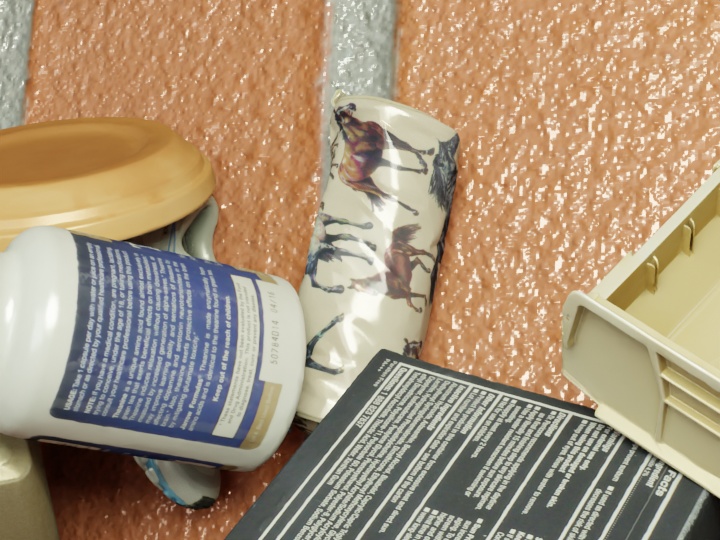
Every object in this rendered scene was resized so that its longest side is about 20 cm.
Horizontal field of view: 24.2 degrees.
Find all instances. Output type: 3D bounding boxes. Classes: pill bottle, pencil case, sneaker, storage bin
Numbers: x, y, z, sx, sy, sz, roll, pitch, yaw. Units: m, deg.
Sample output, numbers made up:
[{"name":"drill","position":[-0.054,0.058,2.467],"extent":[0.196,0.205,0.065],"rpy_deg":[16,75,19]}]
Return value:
[{"name":"pill bottle","position":[-0.138,0.039,0.890],"extent":[0.111,0.199,0.112],"rpy_deg":[-36,47,53]},{"name":"pencil case","position":[0.000,0.000,0.958],"extent":[0.089,0.078,0.202],"rpy_deg":[11,84,15]},{"name":"sneaker","position":[-0.102,0.041,1.008],"extent":[0.086,0.075,0.202],"rpy_deg":[-19,71,17]},{"name":"storage bin","position":[0.226,0.015,0.778],"extent":[0.198,0.094,0.200],"rpy_deg":[33,63,28]}]

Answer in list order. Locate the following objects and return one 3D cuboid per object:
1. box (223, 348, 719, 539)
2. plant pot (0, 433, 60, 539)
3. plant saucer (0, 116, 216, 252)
[{"name":"box","position":[0.054,0.161,0.811],"extent":[0.197,0.200,0.124],"rpy_deg":[13,129,27]},{"name":"plant pot","position":[-0.276,0.094,0.974],"extent":[0.198,0.177,0.201],"rpy_deg":[-8,70,-20]},{"name":"plant saucer","position":[-0.187,-0.055,1.003],"extent":[0.199,0.200,0.038],"rpy_deg":[4,111,28]}]
